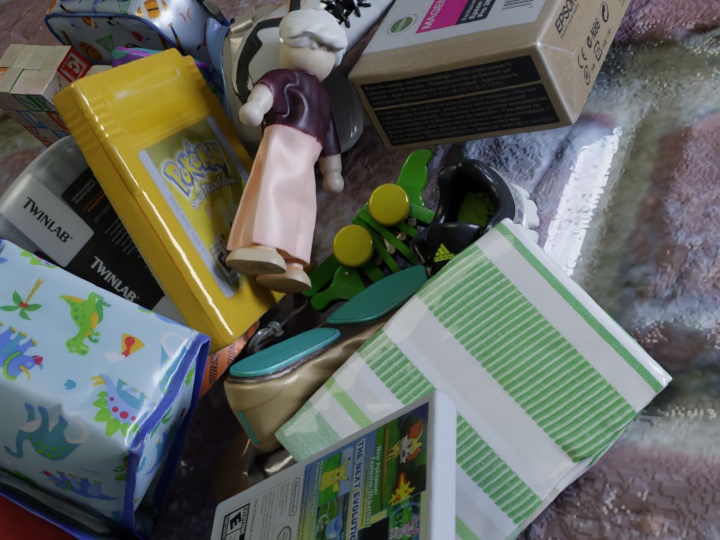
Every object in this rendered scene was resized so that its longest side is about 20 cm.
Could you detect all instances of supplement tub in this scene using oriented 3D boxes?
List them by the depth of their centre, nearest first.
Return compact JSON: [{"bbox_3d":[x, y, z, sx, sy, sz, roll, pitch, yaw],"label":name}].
[{"bbox_3d":[-0.178,0.008,0.944,0.123,0.200,0.123,-48,6,6],"label":"supplement tub"}]

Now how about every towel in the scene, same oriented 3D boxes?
[{"bbox_3d":[0.067,0.085,0.772,0.200,0.023,0.153,-45,76,3],"label":"towel"}]

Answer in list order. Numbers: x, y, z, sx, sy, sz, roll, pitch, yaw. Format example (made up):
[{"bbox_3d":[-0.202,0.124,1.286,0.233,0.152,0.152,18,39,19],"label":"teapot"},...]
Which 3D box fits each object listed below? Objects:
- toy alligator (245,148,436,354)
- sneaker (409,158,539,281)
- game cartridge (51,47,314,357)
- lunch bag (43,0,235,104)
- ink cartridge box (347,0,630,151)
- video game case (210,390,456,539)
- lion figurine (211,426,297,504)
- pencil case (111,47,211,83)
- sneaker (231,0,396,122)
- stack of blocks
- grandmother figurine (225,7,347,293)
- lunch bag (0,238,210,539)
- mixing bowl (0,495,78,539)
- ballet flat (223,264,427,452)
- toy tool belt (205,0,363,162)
[{"bbox_3d":[0.000,0.000,0.931,0.054,0.059,0.200,40,87,8],"label":"toy alligator"},{"bbox_3d":[0.069,0.011,0.832,0.073,0.087,0.202,-11,54,33],"label":"sneaker"},{"bbox_3d":[-0.118,-0.058,0.914,0.032,0.202,0.176,-26,8,23],"label":"game cartridge"},{"bbox_3d":[-0.194,-0.219,1.182,0.198,0.160,0.076,10,65,45],"label":"lunch bag"},{"bbox_3d":[0.104,-0.186,0.942,0.163,0.075,0.201,-4,43,36],"label":"ink cartridge box"},{"bbox_3d":[-0.024,0.180,0.686,0.181,0.022,0.202,-31,34,29],"label":"video game case"},{"bbox_3d":[-0.069,0.165,0.855,0.122,0.072,0.201,-41,27,18],"label":"lion figurine"},{"bbox_3d":[-0.171,-0.078,1.044,0.092,0.084,0.203,-133,50,-82],"label":"pencil case"},{"bbox_3d":[-0.026,-0.196,0.979,0.201,0.074,0.080,-54,12,-25],"label":"sneaker"},{"bbox_3d":[-0.261,-0.157,1.224,0.198,0.115,0.059,12,66,44],"label":"stack of blocks"},{"bbox_3d":[-0.049,-0.094,0.897,0.060,0.121,0.203,4,72,21],"label":"grandmother figurine"},{"bbox_3d":[-0.208,0.103,0.872,0.168,0.201,0.128,26,52,4],"label":"lunch bag"},{"bbox_3d":[-0.289,0.232,0.947,0.198,0.108,0.202,-23,45,25],"label":"mixing bowl"},{"bbox_3d":[-0.009,0.058,0.860,0.199,0.064,0.068,-28,18,-36],"label":"ballet flat"},{"bbox_3d":[-0.084,-0.172,1.066,0.122,0.124,0.203,-19,75,36],"label":"toy tool belt"}]
